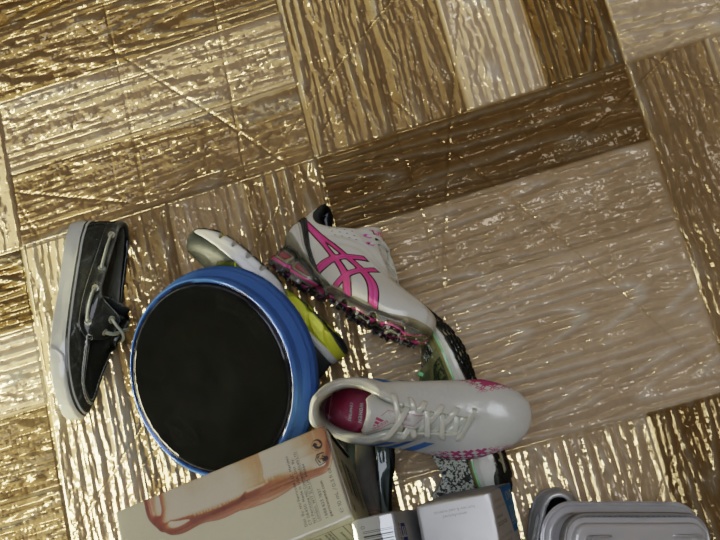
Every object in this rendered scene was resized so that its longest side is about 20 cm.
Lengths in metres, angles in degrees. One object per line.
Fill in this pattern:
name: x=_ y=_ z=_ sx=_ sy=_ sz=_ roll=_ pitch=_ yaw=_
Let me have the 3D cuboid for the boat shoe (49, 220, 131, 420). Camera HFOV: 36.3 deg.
boat shoe: x=-0.265 y=0.046 z=1.094 sx=0.062 sy=0.071 sz=0.204 roll=-2 pitch=76 yaw=10

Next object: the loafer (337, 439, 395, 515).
loafer: x=0.000 y=0.224 z=1.014 sx=0.062 sy=0.072 sz=0.204 roll=-1 pitch=68 yaw=7

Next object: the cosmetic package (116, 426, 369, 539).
cosmetic package: x=-0.096 y=0.222 z=0.947 sx=0.197 sy=0.104 sz=0.088 roll=-22 pitch=62 yaw=2

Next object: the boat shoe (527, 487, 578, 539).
boat shoe: x=0.173 y=0.296 z=0.971 sx=0.072 sy=0.065 sz=0.204 roll=-6 pitch=77 yaw=7

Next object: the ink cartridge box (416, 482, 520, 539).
ink cartridge box: x=0.106 y=0.287 z=0.911 sx=0.067 sy=0.115 sz=0.204 roll=-12 pitch=81 yaw=15

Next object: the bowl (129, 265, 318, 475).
bowl: x=-0.134 y=0.098 z=1.036 sx=0.197 sy=0.039 sz=0.205 roll=3 pitch=98 yaw=25

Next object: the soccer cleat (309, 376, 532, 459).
soccer cleat: x=0.048 y=0.130 z=0.953 sx=0.196 sy=0.086 sz=0.071 roll=0 pitch=87 yaw=17

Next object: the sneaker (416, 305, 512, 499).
sneaker: x=0.069 y=0.127 z=1.026 sx=0.087 sy=0.077 sz=0.203 roll=-23 pitch=73 yaw=12

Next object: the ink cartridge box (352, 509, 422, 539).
ink cartridge box: x=0.055 y=0.302 z=0.918 sx=0.043 sy=0.200 sz=0.200 roll=-15 pitch=76 yaw=15

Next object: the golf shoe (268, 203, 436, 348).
golf shoe: x=0.000 y=0.000 z=1.036 sx=0.199 sy=0.073 sz=0.093 roll=30 pitch=82 yaw=36

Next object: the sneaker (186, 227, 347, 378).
sneaker: x=-0.107 y=0.039 z=1.068 sx=0.199 sy=0.075 sz=0.085 roll=40 pitch=87 yaw=15

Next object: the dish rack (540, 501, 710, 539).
dish rack: x=0.238 y=0.301 z=0.935 sx=0.168 sy=0.043 sz=0.204 roll=5 pitch=78 yaw=-21
